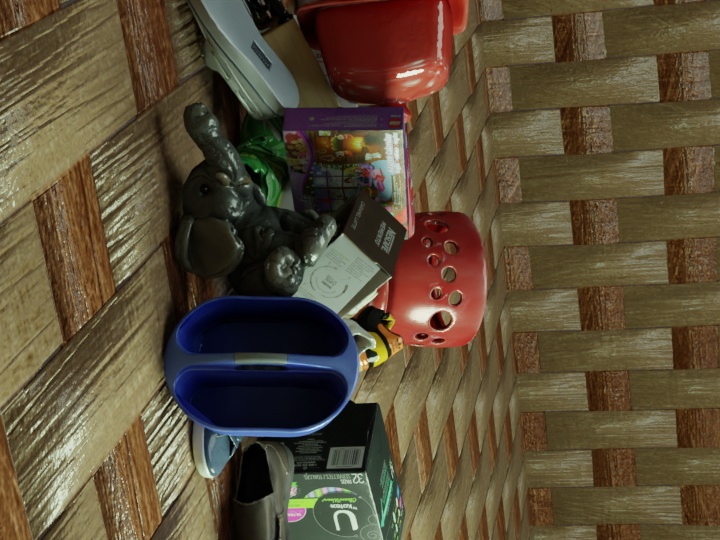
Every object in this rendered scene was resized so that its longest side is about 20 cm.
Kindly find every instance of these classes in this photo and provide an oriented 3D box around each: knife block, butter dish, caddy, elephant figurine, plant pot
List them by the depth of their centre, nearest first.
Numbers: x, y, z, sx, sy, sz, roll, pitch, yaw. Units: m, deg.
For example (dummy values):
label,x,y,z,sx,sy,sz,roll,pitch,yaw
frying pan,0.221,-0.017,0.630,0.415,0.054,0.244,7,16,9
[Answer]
label,x,y,z,sx,sy,sz,roll,pitch,yaw
caddy,-0.101,0.100,1.459,0.105,0.199,0.142,96,-6,-74
elephant figurine,-0.137,-0.056,1.502,0.155,0.200,0.142,-57,-175,-6
knife block,-0.093,-0.256,1.650,0.200,0.064,0.176,62,1,24
butter dish,0.033,-0.244,1.667,0.199,0.199,0.148,61,24,-83
plant pot,0.066,0.016,2.055,0.200,0.182,0.201,177,-90,-69

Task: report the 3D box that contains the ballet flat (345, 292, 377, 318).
label,x,y,z,sx,sy,sz,roll,pitch,yaw
ballet flat,0.000,0.000,1.821,0.071,0.065,0.200,54,52,-45

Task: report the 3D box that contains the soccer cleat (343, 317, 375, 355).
label,x,y,z,sx,sy,sz,roll,pitch,yaw
soccer cleat,-0.062,0.129,1.717,0.200,0.077,0.069,-47,141,-31

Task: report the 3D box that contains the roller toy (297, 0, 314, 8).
label,x,y,z,sx,sy,sz,roll,pitch,yaw
roller toy,-0.003,-0.380,2.032,0.183,0.139,0.201,-73,155,-55

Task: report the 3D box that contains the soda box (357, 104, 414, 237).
label,x,y,z,sx,sy,sz,roll,pitch,yaw
soda box,0.032,-0.128,1.871,0.200,0.070,0.064,82,7,-50

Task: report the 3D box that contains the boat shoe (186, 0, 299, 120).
label,x,y,z,sx,sy,sz,roll,pitch,yaw
boat shoe,-0.148,-0.247,1.582,0.200,0.065,0.074,57,35,-25

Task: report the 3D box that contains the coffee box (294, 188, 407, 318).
label,x,y,z,sx,sy,sz,roll,pitch,yaw
coffee box,-0.048,0.012,1.649,0.080,0.200,0.114,42,31,-14

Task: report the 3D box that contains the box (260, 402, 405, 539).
label,x,y,z,sx,sy,sz,roll,pitch,yaw
box,-0.036,0.280,1.759,0.124,0.148,0.200,-77,159,-51

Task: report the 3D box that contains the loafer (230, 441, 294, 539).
label,x,y,z,sx,sy,sz,roll,pitch,yaw
loafer,-0.122,0.283,1.603,0.071,0.073,0.201,46,37,-54

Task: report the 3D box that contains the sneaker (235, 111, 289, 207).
label,x,y,z,sx,sy,sz,roll,pitch,yaw
sneaker,-0.121,-0.120,1.648,0.084,0.074,0.201,73,20,-56

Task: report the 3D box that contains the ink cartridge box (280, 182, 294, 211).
label,x,y,z,sx,sy,sz,roll,pitch,yaw
ink cartridge box,-0.053,-0.080,1.895,0.200,0.084,0.146,59,31,-59

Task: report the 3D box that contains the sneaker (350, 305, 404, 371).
label,x,y,z,sx,sy,sz,roll,pitch,yaw
sneaker,-0.001,0.075,1.938,0.200,0.090,0.070,-124,-161,-61

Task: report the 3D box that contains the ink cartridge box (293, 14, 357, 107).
label,x,y,z,sx,sy,sz,roll,pitch,yaw
ink cartridge box,-0.062,-0.217,1.787,0.067,0.115,0.201,109,-15,-70

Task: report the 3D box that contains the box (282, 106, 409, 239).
label,x,y,z,sx,sy,sz,roll,pitch,yaw
box,-0.013,-0.110,1.653,0.200,0.136,0.039,84,8,-53

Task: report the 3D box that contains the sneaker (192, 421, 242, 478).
label,x,y,z,sx,sy,sz,roll,pitch,yaw
sneaker,-0.118,0.141,1.554,0.075,0.084,0.200,72,32,-51

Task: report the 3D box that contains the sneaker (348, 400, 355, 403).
label,x,y,z,sx,sy,sz,roll,pitch,yaw
sneaker,-0.054,0.121,1.844,0.076,0.087,0.200,-72,154,-50
